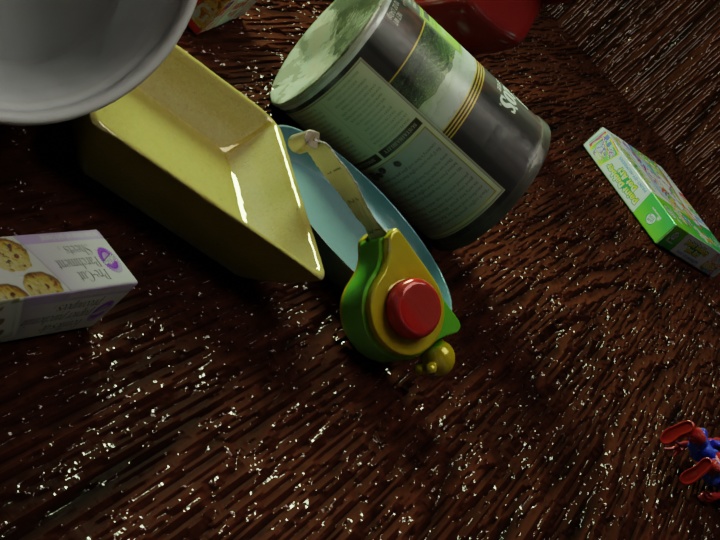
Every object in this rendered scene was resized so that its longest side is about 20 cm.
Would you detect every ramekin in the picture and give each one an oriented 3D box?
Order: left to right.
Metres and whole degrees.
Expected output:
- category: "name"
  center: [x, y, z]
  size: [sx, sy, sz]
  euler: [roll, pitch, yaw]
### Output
- category: "ramekin"
  center: [-0.192, -0.184, 0.935]
  size: [0.200, 0.200, 0.105]
  euler: [41, -5, -19]

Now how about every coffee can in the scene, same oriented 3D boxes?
- category: "coffee can"
  center: [0.043, -0.134, 1.442]
  size: [0.200, 0.146, 0.147]
  euler: [40, 19, -21]

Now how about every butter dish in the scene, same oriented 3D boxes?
- category: "butter dish"
  center: [0.115, -0.311, 2.004]
  size: [0.199, 0.149, 0.200]
  euler: [8, -12, 43]

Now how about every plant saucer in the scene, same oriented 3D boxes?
- category: "plant saucer"
  center: [-0.124, -0.084, 1.114]
  size: [0.200, 0.048, 0.200]
  euler: [35, 22, -33]
- category: "plant saucer"
  center: [-0.008, -0.029, 1.300]
  size: [0.200, 0.027, 0.200]
  euler: [42, 18, -18]

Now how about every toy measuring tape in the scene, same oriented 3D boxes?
- category: "toy measuring tape"
  center: [0.000, 0.000, 1.162]
  size: [0.200, 0.073, 0.074]
  euler: [54, 15, -17]

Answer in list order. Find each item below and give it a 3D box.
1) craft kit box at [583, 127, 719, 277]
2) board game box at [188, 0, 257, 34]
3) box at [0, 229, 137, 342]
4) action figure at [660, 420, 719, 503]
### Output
- category: "craft kit box"
  center: [0.426, -0.096, 2.413]
  size: [0.197, 0.049, 0.201]
  euler: [19, 33, -51]
- category: "board game box"
  center: [-0.174, -0.298, 1.450]
  size: [0.200, 0.046, 0.152]
  euler: [47, 18, -3]
- category: "box"
  center: [-0.176, 0.010, 0.808]
  size: [0.042, 0.039, 0.200]
  euler: [52, 18, 11]
- category: "action figure"
  center: [0.328, 0.183, 1.589]
  size: [0.200, 0.052, 0.066]
  euler: [25, 34, -61]
